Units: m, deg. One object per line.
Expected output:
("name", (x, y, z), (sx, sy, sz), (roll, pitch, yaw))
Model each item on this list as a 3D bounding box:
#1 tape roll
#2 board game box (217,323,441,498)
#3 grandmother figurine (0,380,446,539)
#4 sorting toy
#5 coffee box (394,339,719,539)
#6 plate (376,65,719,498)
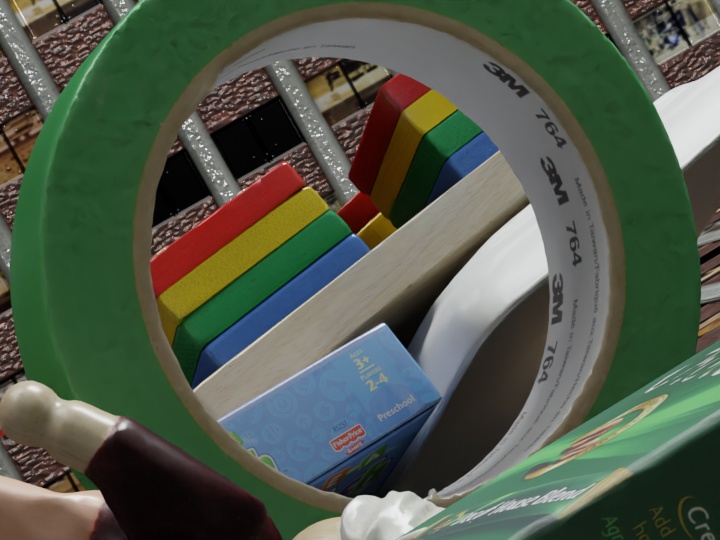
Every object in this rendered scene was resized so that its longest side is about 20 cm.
("tape roll", (0.000, 0.000, 0.727), (0.200, 0.201, 0.048), (-30, 2, -21))
("board game box", (-0.065, 0.105, 0.821), (0.151, 0.037, 0.200), (-30, -15, -28))
("grandmother figurine", (-0.063, 0.082, 0.650), (0.199, 0.121, 0.061), (1, 50, 17))
("sorting toy", (-0.011, 0.013, 0.919), (0.200, 0.070, 0.199), (-38, -13, -23))
("coffee box", (0.074, 0.049, 0.556), (0.200, 0.044, 0.123), (-30, 0, -11))
("plate", (0.066, 0.013, 0.899), (0.200, 0.032, 0.200), (-39, -14, -35))
